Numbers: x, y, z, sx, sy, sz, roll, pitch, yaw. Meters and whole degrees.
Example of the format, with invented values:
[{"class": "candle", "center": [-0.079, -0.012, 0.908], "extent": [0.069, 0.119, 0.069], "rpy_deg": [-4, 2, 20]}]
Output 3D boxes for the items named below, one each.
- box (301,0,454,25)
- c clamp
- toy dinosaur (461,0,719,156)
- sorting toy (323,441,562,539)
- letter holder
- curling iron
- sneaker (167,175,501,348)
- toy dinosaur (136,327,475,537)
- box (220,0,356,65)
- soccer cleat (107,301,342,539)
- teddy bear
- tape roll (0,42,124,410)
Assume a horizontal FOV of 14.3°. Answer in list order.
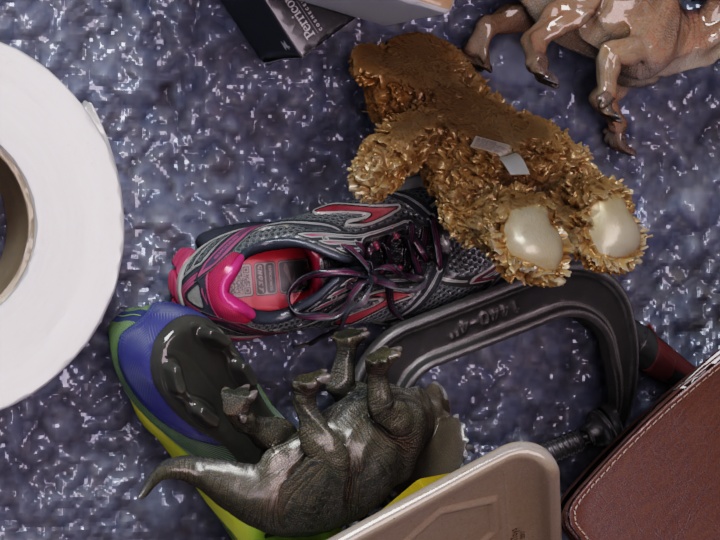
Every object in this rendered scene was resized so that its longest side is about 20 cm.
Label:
[{"class": "box", "center": [-0.015, -0.241, 1.433], "extent": [0.151, 0.106, 0.201], "rpy_deg": [15, 87, -17]}, {"class": "c clamp", "center": [0.072, 0.089, 1.579], "extent": [0.199, 0.027, 0.172], "rpy_deg": [-26, 112, -12]}, {"class": "toy dinosaur", "center": [0.137, -0.152, 1.571], "extent": [0.199, 0.086, 0.136], "rpy_deg": [28, 83, -15]}, {"class": "sorting toy", "center": [0.010, 0.168, 1.503], "extent": [0.199, 0.185, 0.037], "rpy_deg": [-23, 59, -9]}, {"class": "letter holder", "center": [0.198, 0.091, 1.553], "extent": [0.200, 0.101, 0.142], "rpy_deg": [-40, 117, -2]}, {"class": "curling iron", "center": [0.169, 0.038, 1.614], "extent": [0.199, 0.026, 0.050], "rpy_deg": [28, 106, -14]}, {"class": "sneaker", "center": [0.000, 0.000, 1.539], "extent": [0.199, 0.075, 0.081], "rpy_deg": [-15, 95, -17]}, {"class": "toy dinosaur", "center": [-0.015, 0.094, 1.465], "extent": [0.199, 0.077, 0.103], "rpy_deg": [-27, 112, -31]}, {"class": "box", "center": [-0.044, -0.231, 1.519], "extent": [0.141, 0.079, 0.200], "rpy_deg": [-37, 101, -17]}, {"class": "soccer cleat", "center": [-0.070, 0.095, 1.527], "extent": [0.065, 0.084, 0.201], "rpy_deg": [-43, 123, -22]}, {"class": "teddy bear", "center": [0.065, -0.049, 1.506], "extent": [0.145, 0.200, 0.067], "rpy_deg": [-29, 141, -42]}, {"class": "tape roll", "center": [-0.223, -0.023, 1.472], "extent": [0.201, 0.071, 0.204], "rpy_deg": [0, 91, -17]}]
